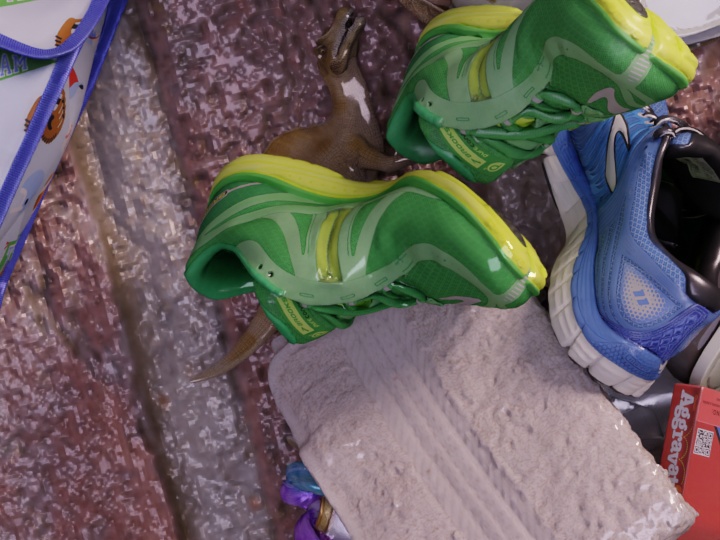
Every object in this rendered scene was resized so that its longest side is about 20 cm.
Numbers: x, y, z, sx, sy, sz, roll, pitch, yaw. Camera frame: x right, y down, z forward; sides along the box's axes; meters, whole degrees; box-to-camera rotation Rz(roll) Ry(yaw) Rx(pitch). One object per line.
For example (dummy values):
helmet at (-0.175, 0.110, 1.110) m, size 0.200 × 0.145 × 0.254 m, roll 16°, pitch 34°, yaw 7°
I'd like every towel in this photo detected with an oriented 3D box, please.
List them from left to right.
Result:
towel at (0.046, 0.074, 0.858) m, size 0.133 × 0.034 × 0.200 m, roll -38°, pitch 57°, yaw 5°

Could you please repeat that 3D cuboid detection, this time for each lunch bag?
lunch bag at (-0.215, -0.104, 0.910) m, size 0.170 × 0.124 × 0.200 m, roll 25°, pitch 85°, yaw -3°

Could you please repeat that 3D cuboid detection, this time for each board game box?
board game box at (0.209, 0.123, 0.911) m, size 0.200 × 0.019 × 0.103 m, roll 17°, pitch 83°, yaw -40°

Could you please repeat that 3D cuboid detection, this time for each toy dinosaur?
toy dinosaur at (-0.010, -0.026, 0.957) m, size 0.101 × 0.058 × 0.200 m, roll 19°, pitch 92°, yaw 13°

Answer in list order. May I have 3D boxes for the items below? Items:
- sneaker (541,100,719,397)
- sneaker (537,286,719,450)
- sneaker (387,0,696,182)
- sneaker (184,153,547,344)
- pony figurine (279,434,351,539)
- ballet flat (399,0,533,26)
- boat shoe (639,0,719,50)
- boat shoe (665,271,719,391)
sneaker at (0.137, -0.040, 0.872) m, size 0.079 × 0.200 × 0.089 m, roll 29°, pitch 132°, yaw -31°
sneaker at (0.123, 0.062, 0.960) m, size 0.200 × 0.075 × 0.100 m, roll 12°, pitch 114°, yaw 3°
sneaker at (0.075, -0.075, 0.831) m, size 0.074 × 0.200 × 0.084 m, roll 35°, pitch 75°, yaw -18°
sneaker at (0.000, 0.000, 0.854) m, size 0.074 × 0.200 × 0.084 m, roll 45°, pitch 64°, yaw -38°
pony figurine at (0.028, 0.186, 0.948) m, size 0.200 × 0.167 × 0.193 m, roll 22°, pitch 67°, yaw 1°
ballet flat at (0.037, -0.153, 0.920) m, size 0.200 × 0.065 × 0.071 m, roll 28°, pitch 97°, yaw -4°
boat shoe at (0.212, -0.177, 0.911) m, size 0.200 × 0.068 × 0.075 m, roll -38°, pitch 96°, yaw 7°
boat shoe at (0.191, -0.032, 0.914) m, size 0.061 × 0.072 × 0.201 m, roll 28°, pitch 73°, yaw 19°
